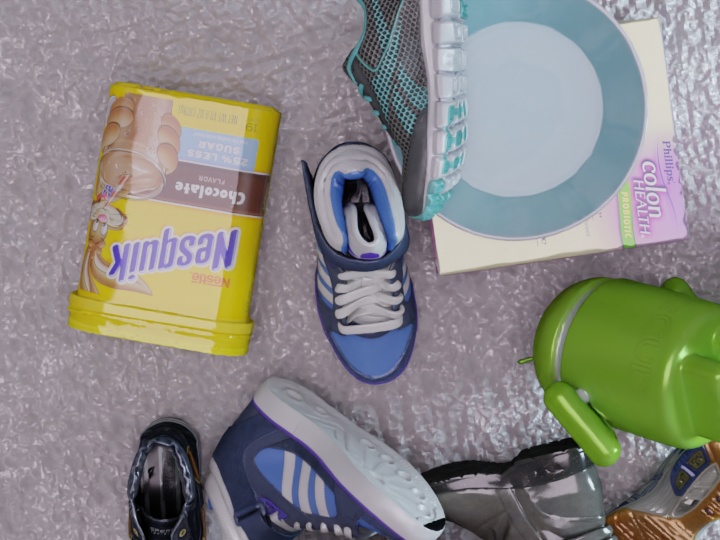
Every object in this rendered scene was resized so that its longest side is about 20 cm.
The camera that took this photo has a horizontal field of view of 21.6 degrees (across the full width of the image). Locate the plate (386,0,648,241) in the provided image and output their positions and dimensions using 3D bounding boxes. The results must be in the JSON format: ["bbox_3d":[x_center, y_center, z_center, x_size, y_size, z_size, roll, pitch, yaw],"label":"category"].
[{"bbox_3d":[0.118,-0.122,1.433,0.200,0.026,0.200,0,96,1],"label":"plate"}]

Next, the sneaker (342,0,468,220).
[{"bbox_3d":[0.031,-0.137,1.397,0.091,0.078,0.200,1,92,18],"label":"sneaker"}]

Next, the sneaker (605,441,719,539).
[{"bbox_3d":[0.258,0.193,1.532,0.075,0.088,0.200,47,119,3],"label":"sneaker"}]

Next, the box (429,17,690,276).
[{"bbox_3d":[0.146,-0.099,1.495,0.200,0.097,0.176,-9,95,3],"label":"box"}]

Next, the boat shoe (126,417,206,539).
[{"bbox_3d":[-0.161,0.225,1.537,0.071,0.091,0.200,-3,95,2],"label":"boat shoe"}]

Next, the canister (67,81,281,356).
[{"bbox_3d":[-0.147,-0.043,1.516,0.148,0.087,0.200,9,94,1],"label":"canister"}]

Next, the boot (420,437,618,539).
[{"bbox_3d":[0.112,0.218,1.519,0.200,0.068,0.131,-14,94,21],"label":"boot"}]

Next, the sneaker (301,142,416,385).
[{"bbox_3d":[0.000,0.000,1.476,0.081,0.146,0.200,-5,95,2],"label":"sneaker"}]

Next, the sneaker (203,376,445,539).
[{"bbox_3d":[-0.039,0.195,1.505,0.200,0.081,0.146,38,110,24],"label":"sneaker"}]

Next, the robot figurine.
[{"bbox_3d":[0.220,0.070,1.467,0.175,0.200,0.116,-40,127,-31],"label":"robot figurine"}]
